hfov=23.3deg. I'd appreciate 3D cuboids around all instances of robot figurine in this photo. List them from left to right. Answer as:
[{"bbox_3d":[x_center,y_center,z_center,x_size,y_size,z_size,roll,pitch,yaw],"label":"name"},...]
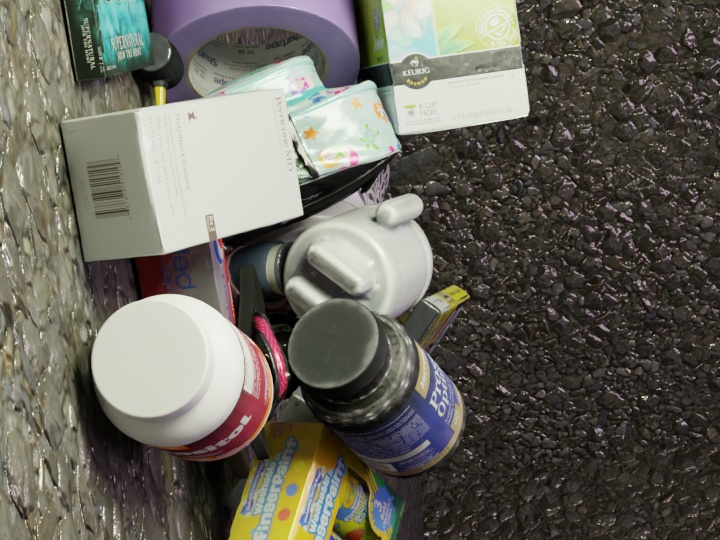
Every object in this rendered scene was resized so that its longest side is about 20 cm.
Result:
[{"bbox_3d":[0.000,0.000,1.656,0.113,0.170,0.200,40,22,10],"label":"robot figurine"}]

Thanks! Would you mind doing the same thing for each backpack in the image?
[{"bbox_3d":[-0.069,-0.113,1.617,0.178,0.200,0.151,155,-84,-81],"label":"backpack"}]

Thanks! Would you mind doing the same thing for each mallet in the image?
[{"bbox_3d":[-0.182,-0.117,1.570,0.066,0.041,0.200,71,16,-71],"label":"mallet"}]

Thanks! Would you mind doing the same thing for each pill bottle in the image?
[{"bbox_3d":[-0.136,0.081,1.313,0.200,0.113,0.113,56,26,-77],"label":"pill bottle"},{"bbox_3d":[0.013,0.104,1.561,0.200,0.112,0.112,49,31,-56],"label":"pill bottle"}]

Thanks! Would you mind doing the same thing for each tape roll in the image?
[{"bbox_3d":[-0.102,-0.226,1.687,0.200,0.200,0.085,72,11,-61],"label":"tape roll"}]

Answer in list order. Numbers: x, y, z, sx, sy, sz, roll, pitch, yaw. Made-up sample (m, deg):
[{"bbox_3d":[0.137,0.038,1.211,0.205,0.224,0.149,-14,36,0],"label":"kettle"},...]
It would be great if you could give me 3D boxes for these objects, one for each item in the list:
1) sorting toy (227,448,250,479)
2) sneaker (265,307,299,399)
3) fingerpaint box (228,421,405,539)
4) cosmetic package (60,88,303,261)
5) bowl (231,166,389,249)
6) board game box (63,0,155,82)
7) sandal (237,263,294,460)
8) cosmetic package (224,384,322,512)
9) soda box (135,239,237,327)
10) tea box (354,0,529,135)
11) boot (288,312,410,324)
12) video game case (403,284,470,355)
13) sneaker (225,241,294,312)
[{"bbox_3d":[-0.146,0.074,1.679,0.200,0.036,0.185,-100,178,-46],"label":"sorting toy"},{"bbox_3d":[-0.092,0.073,1.733,0.200,0.074,0.089,113,-36,-75],"label":"sneaker"},{"bbox_3d":[-0.047,0.265,1.605,0.167,0.073,0.200,49,50,-44],"label":"fingerpaint box"},{"bbox_3d":[-0.134,-0.077,1.359,0.200,0.081,0.113,-22,104,-57],"label":"cosmetic package"},{"bbox_3d":[-0.060,-0.052,1.808,0.201,0.201,0.094,75,2,-53],"label":"bowl"},{"bbox_3d":[-0.211,-0.229,1.443,0.200,0.028,0.135,-69,151,-79],"label":"board game box"},{"bbox_3d":[-0.081,0.073,1.517,0.075,0.045,0.200,79,6,-48],"label":"sandal"},{"bbox_3d":[-0.050,0.154,1.768,0.151,0.052,0.200,-56,176,27],"label":"cosmetic package"},{"bbox_3d":[-0.151,0.007,1.493,0.063,0.070,0.200,-73,155,-76],"label":"soda box"},{"bbox_3d":[0.068,-0.236,1.703,0.200,0.134,0.197,-152,-128,-79],"label":"tea box"},{"bbox_3d":[-0.025,0.048,1.874,0.075,0.200,0.097,-36,99,-40],"label":"boot"},{"bbox_3d":[0.033,0.107,1.763,0.200,0.025,0.181,-56,172,11],"label":"video game case"},{"bbox_3d":[-0.081,0.006,1.728,0.200,0.082,0.070,34,56,-69],"label":"sneaker"}]
